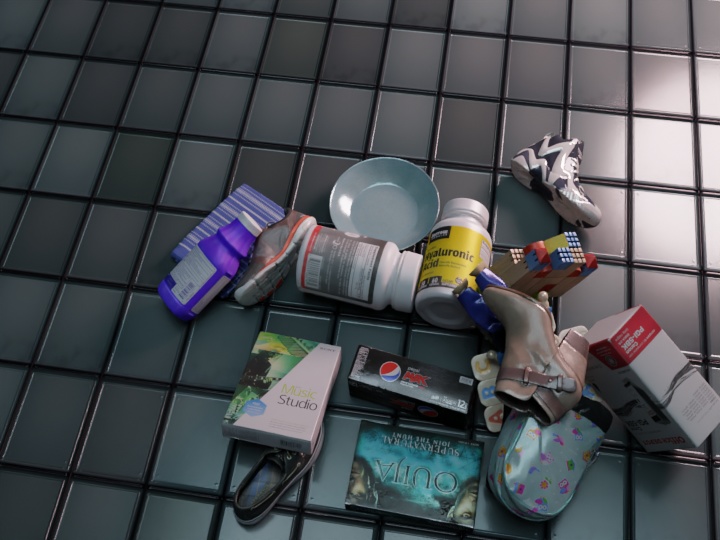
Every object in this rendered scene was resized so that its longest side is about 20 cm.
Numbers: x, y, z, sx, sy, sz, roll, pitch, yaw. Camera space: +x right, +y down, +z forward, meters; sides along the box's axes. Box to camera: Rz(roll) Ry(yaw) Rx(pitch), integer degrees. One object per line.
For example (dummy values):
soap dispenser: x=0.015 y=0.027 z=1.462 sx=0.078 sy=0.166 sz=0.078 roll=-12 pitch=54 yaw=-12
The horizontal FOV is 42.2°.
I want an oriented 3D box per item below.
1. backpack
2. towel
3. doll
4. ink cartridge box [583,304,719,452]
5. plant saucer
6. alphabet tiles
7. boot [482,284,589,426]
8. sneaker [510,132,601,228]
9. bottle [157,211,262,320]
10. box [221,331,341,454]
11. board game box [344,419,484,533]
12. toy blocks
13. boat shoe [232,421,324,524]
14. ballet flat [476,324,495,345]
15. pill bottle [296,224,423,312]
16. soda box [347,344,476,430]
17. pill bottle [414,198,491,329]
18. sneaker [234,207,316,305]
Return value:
backpack: x=0.264 y=0.262 z=1.365 sx=0.165 sy=0.127 sz=0.203 roll=29 pitch=78 yaw=7
towel: x=-0.223 y=-0.055 z=1.652 sx=0.144 sy=0.024 sz=0.200 roll=33 pitch=64 yaw=21
doll: x=0.235 y=0.079 z=1.428 sx=0.136 sy=0.048 sz=0.200 roll=-44 pitch=84 yaw=17
ink cartridge box: x=0.422 y=0.165 z=1.382 sx=0.083 sy=0.147 sz=0.201 roll=-40 pitch=88 yaw=-19
plant saucer: x=0.042 y=-0.109 z=1.661 sx=0.196 sy=0.039 sz=0.205 roll=-1 pitch=58 yaw=1
alphabet tiles: x=0.276 y=0.168 z=1.451 sx=0.191 sy=0.015 sz=0.205 roll=-14 pitch=83 yaw=0
boot: x=0.230 y=0.122 z=1.329 sx=0.197 sy=0.071 sz=0.147 roll=29 pitch=61 yaw=19
sneaker: x=0.378 y=-0.174 z=1.661 sx=0.129 sy=0.080 sz=0.199 roll=-42 pitch=56 yaw=-11
bottle: x=-0.248 y=-0.011 z=1.560 sx=0.200 sy=0.065 sz=0.084 roll=-46 pitch=59 yaw=3
box: x=-0.119 y=0.187 z=1.460 sx=0.141 sy=0.037 sz=0.202 roll=10 pitch=41 yaw=8
board game box: x=0.083 y=0.311 z=1.414 sx=0.195 sy=0.028 sz=0.138 roll=8 pitch=59 yaw=7
toy blocks: x=0.299 y=-0.008 z=1.490 sx=0.196 sy=0.137 sz=0.102 roll=-2 pitch=63 yaw=-32
boat shoe: x=-0.121 y=0.295 z=1.415 sx=0.068 sy=0.057 sz=0.201 roll=30 pitch=65 yaw=19
ballet flat: x=0.266 y=0.121 z=1.500 sx=0.198 sy=0.064 sz=0.076 roll=36 pitch=66 yaw=20
pill bottle: x=0.000 y=0.000 z=1.553 sx=0.195 sy=0.115 sz=0.116 roll=13 pitch=60 yaw=9
soda box: x=0.080 y=0.183 z=1.465 sx=0.196 sy=0.071 sz=0.064 roll=16 pitch=61 yaw=12
pill bottle: x=0.160 y=-0.015 z=1.558 sx=0.109 sy=0.112 sz=0.203 roll=10 pitch=59 yaw=8
sneaker: x=-0.160 y=-0.027 z=1.597 sx=0.081 sy=0.078 sz=0.201 roll=31 pitch=63 yaw=19
